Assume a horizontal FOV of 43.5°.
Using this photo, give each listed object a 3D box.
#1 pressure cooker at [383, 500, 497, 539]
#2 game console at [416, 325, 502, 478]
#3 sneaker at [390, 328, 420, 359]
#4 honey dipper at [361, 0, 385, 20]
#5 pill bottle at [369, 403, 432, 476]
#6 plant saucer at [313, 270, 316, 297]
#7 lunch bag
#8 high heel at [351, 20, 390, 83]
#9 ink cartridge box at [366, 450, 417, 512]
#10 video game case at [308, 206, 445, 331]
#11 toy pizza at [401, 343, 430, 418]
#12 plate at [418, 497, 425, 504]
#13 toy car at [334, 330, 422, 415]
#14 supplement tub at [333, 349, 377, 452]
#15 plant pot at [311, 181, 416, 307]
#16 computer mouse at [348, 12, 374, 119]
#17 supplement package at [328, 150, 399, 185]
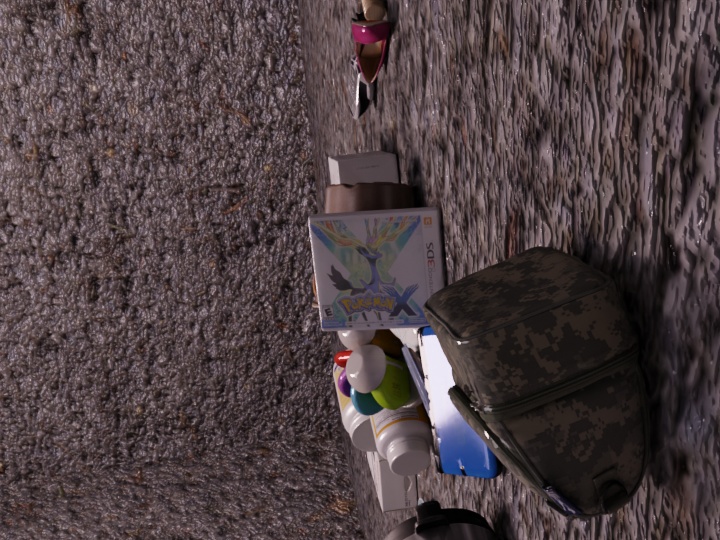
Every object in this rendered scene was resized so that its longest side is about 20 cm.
[{"bbox_3d":[0.115,0.420,1.218,0.177,0.177,0.202,-52,33,30],"label":"pressure cooker"},{"bbox_3d":[0.152,0.169,1.246,0.170,0.117,0.204,-10,89,53],"label":"game console"},{"bbox_3d":[0.090,0.111,1.500,0.200,0.069,0.082,159,100,-83],"label":"sneaker"},{"bbox_3d":[0.013,-0.512,1.578,0.038,0.037,0.202,90,173,-53],"label":"honey dipper"},{"bbox_3d":[0.073,0.277,1.687,0.202,0.107,0.110,-104,9,-45],"label":"pill bottle"},{"bbox_3d":[0.000,0.000,1.728,0.037,0.198,0.202,44,-157,-43],"label":"plant saucer"},{"bbox_3d":[0.145,0.089,0.730,0.200,0.138,0.170,-130,16,-79],"label":"lunch bag"},{"bbox_3d":[0.016,-0.371,1.535,0.200,0.066,0.098,-115,23,-79],"label":"high heel"},{"bbox_3d":[0.066,0.424,2.045,0.201,0.082,0.147,-113,16,-63],"label":"ink cartridge box"},{"bbox_3d":[0.027,0.001,1.361,0.022,0.196,0.185,-61,-33,-69],"label":"video game case"},{"bbox_3d":[0.115,0.202,1.388,0.200,0.031,0.203,156,91,-89],"label":"toy pizza"},{"bbox_3d":[0.144,0.544,1.759,0.200,0.025,0.204,171,90,-84],"label":"plate"},{"bbox_3d":[0.019,0.169,1.616,0.174,0.149,0.202,24,-140,-41],"label":"toy car"},{"bbox_3d":[0.022,0.279,1.982,0.202,0.143,0.147,-105,9,-46],"label":"supplement tub"},{"bbox_3d":[0.019,-0.041,1.496,0.200,0.197,0.202,-175,85,-83],"label":"plant pot"},{"bbox_3d":[0.007,-0.387,1.753,0.202,0.043,0.111,96,161,-45],"label":"computer mouse"},{"bbox_3d":[0.005,-0.164,1.716,0.200,0.112,0.112,-125,28,-79],"label":"supplement package"}]
